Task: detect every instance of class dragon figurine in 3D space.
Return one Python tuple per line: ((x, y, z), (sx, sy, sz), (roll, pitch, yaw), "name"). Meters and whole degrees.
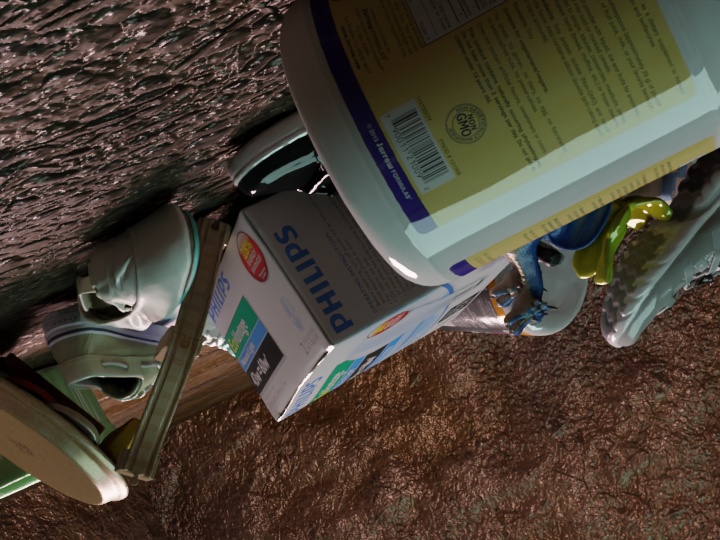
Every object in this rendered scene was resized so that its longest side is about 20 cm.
((0.139, -0.052, 0.816), (0.099, 0.059, 0.200), (25, 100, -42), "dragon figurine")

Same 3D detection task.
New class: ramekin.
((-0.369, 0.179, 1.222), (0.199, 0.098, 0.200), (-25, 174, -3), "ramekin")

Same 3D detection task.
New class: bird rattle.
((0.165, -0.093, 0.880), (0.163, 0.201, 0.113), (10, -142, 26), "bird rattle")

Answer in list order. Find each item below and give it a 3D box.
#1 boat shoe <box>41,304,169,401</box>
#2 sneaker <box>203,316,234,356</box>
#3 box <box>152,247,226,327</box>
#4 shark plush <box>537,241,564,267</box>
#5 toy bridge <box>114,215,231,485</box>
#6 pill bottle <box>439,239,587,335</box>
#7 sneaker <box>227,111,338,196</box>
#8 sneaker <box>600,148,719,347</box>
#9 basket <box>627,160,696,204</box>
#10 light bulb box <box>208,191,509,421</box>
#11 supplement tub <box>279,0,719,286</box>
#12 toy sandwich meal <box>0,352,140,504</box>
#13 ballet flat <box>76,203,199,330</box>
((-0.204, 0.079, 0.956), (0.072, 0.062, 0.200), (-17, 163, 14), "boat shoe")
((-0.141, 0.055, 1.151), (0.200, 0.089, 0.075), (-20, 173, -43), "sneaker")
((-0.132, 0.009, 1.037), (0.119, 0.042, 0.200), (-30, 170, 39), "box")
((0.108, -0.057, 1.009), (0.083, 0.091, 0.200), (-30, -157, -16), "shark plush")
((-0.130, 0.055, 0.809), (0.027, 0.201, 0.067), (19, 162, -13), "toy bridge")
((0.114, 0.002, 1.112), (0.116, 0.117, 0.200), (-21, -167, -35), "pill bottle")
((0.024, -0.060, 0.728), (0.199, 0.112, 0.073), (-23, 173, -24), "sneaker")
((0.274, -0.011, 0.927), (0.200, 0.082, 0.075), (-54, -170, 15), "sneaker")
((0.201, -0.107, 1.028), (0.199, 0.140, 0.176), (9, -175, 19), "basket")
((0.000, 0.000, 0.919), (0.200, 0.125, 0.198), (-28, 167, -25), "light bulb box")
((0.081, -0.096, 0.493), (0.200, 0.146, 0.145), (-27, 174, 13), "supplement tub")
((-0.261, 0.121, 0.949), (0.070, 0.205, 0.205), (-56, -170, -27), "toy sandwich meal")
((-0.164, 0.007, 0.799), (0.069, 0.070, 0.200), (-23, 175, -25), "ballet flat")
